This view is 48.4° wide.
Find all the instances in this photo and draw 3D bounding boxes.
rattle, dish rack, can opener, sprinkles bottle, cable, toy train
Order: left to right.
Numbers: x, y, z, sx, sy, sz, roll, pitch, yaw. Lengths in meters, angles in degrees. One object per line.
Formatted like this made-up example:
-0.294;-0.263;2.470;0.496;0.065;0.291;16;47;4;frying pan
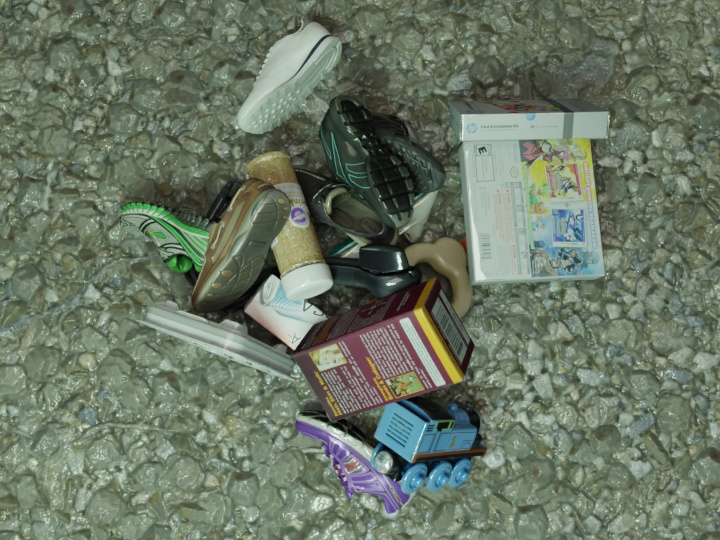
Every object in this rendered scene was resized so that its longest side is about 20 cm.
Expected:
-0.183;0.092;1.073;0.171;0.200;0.044;16;80;25;dish rack
-0.168;-0.025;1.183;0.163;0.051;0.200;28;81;-1;cable
-0.099;-0.062;1.097;0.068;0.068;0.201;-19;75;-2;sprinkles bottle
0.000;0.000;1.095;0.063;0.200;0.079;-11;99;-42;can opener
0.097;0.230;1.075;0.087;0.200;0.115;30;103;40;toy train
0.107;0.020;1.182;0.130;0.143;0.200;32;49;10;rattle

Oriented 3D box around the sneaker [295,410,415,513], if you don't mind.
-0.015;0.270;1.127;0.200;0.081;0.084;36;91;4;sneaker

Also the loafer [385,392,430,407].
0.067;0.158;1.118;0.063;0.072;0.200;28;118;15;loafer

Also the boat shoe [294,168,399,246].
-0.034;-0.095;1.132;0.200;0.065;0.072;34;78;19;boat shoe

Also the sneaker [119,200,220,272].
-0.274;-0.047;1.140;0.200;0.078;0.085;16;88;33;sneaker

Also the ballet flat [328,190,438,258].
0.046;-0.054;1.178;0.200;0.069;0.070;-37;84;1;ballet flat

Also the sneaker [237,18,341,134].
-0.119;-0.290;1.205;0.080;0.076;0.200;41;81;16;sneaker

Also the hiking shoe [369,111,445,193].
0.050;-0.186;1.158;0.200;0.076;0.101;34;47;18;hiking shoe

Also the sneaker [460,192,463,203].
0.244;-0.063;1.166;0.199;0.071;0.113;5;80;-1;sneaker

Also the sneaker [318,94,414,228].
0.006;-0.141;1.099;0.075;0.079;0.200;-16;75;-42;sneaker

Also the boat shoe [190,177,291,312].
-0.167;-0.033;1.064;0.072;0.076;0.200;43;104;32;boat shoe

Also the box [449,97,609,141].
0.233;-0.216;1.143;0.199;0.156;0.041;-2;108;1;box

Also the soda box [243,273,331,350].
-0.068;0.090;1.135;0.200;0.064;0.068;38;85;-8;soda box

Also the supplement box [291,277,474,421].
0.029;0.102;1.021;0.200;0.086;0.111;-22;107;28;supplement box

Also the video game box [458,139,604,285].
0.235;-0.083;1.110;0.182;0.047;0.201;-3;80;-3;video game box
